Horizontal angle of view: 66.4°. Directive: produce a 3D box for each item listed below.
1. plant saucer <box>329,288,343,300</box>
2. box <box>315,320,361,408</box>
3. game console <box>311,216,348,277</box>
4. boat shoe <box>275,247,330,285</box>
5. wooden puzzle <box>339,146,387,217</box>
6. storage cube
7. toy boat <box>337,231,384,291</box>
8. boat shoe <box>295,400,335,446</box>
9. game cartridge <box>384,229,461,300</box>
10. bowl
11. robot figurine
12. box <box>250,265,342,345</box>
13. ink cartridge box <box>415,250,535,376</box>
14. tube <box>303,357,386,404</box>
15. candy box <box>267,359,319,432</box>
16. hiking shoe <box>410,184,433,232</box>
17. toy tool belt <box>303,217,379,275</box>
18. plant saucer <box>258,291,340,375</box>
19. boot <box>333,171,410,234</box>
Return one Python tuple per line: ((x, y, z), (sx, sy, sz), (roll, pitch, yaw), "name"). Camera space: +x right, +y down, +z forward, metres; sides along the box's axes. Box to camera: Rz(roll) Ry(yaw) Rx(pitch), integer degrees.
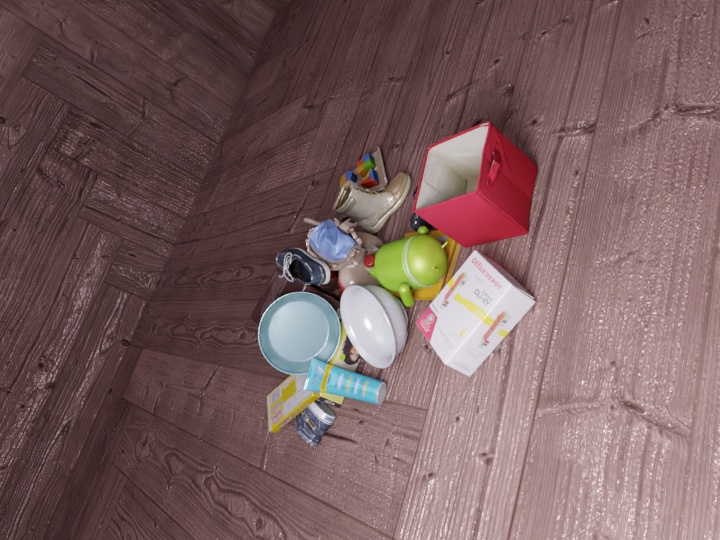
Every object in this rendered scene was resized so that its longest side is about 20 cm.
((-0.071, 0.148, 1.494), (0.200, 0.032, 0.202), (-34, 41, 36), "plant saucer")
((-0.050, 0.232, 1.362), (0.050, 0.075, 0.202), (11, 75, 56), "box")
((-0.103, -0.055, 1.524), (0.170, 0.200, 0.120), (-7, 75, 6), "game console")
((-0.156, -0.007, 1.357), (0.199, 0.061, 0.076), (28, 116, 43), "boat shoe")
((-0.003, -0.275, 1.711), (0.200, 0.046, 0.186), (-40, 38, 29), "wooden puzzle")
((0.245, -0.174, 1.172), (0.199, 0.179, 0.172), (-13, 55, 50), "storage cube")
((0.000, 0.000, 1.454), (0.131, 0.129, 0.202), (114, 163, -53), "toy boat")
((-0.141, 0.355, 1.394), (0.091, 0.071, 0.200), (-58, 34, 1), "boat shoe")
((0.147, -0.015, 1.320), (0.199, 0.032, 0.178), (-1, 64, 52), "game cartridge")
((0.046, 0.115, 1.269), (0.201, 0.090, 0.203), (36, 138, 42), "bowl")
((0.112, -0.015, 1.236), (0.199, 0.115, 0.177), (-14, 46, 49), "robot figurine")
((-0.161, 0.113, 1.461), (0.165, 0.165, 0.200), (-61, 33, -1), "box")
((0.223, 0.082, 1.094), (0.201, 0.083, 0.145), (-52, 33, 13), "ink cartridge box")
((-0.038, 0.260, 1.268), (0.198, 0.050, 0.078), (8, 69, 27), "tube")
((-0.173, 0.317, 1.382), (0.200, 0.026, 0.103), (-43, 43, 32), "candy box")
((0.169, -0.172, 1.380), (0.100, 0.076, 0.201), (-13, 42, 59), "hiking shoe")
((-0.045, -0.062, 1.330), (0.199, 0.123, 0.125), (27, 75, 28), "toy tool belt")
((-0.147, 0.149, 1.326), (0.201, 0.199, 0.036), (-61, 15, -1), "plant saucer")
((0.033, -0.211, 1.512), (0.201, 0.154, 0.072), (-53, 34, 12), "boot")
